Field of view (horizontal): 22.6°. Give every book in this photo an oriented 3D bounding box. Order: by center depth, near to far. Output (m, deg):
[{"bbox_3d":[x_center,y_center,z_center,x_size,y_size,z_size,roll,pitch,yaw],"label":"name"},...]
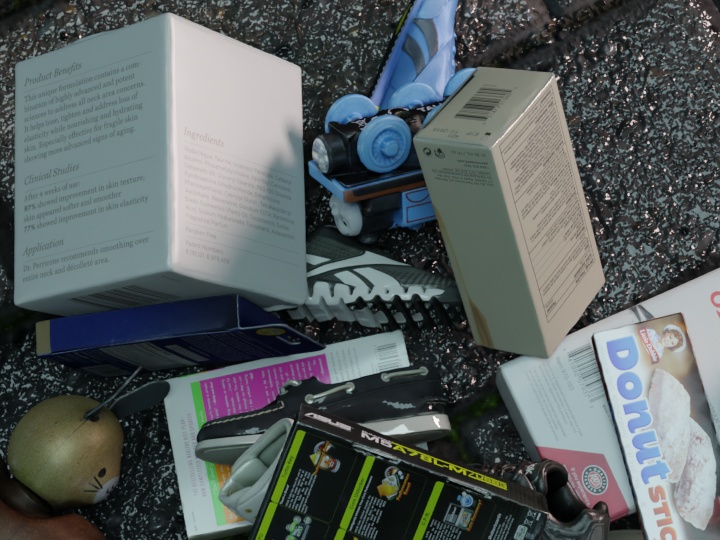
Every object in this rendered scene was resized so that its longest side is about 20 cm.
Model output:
[{"bbox_3d":[-0.050,0.132,1.444,0.200,0.048,0.134,-11,76,-1],"label":"book"}]

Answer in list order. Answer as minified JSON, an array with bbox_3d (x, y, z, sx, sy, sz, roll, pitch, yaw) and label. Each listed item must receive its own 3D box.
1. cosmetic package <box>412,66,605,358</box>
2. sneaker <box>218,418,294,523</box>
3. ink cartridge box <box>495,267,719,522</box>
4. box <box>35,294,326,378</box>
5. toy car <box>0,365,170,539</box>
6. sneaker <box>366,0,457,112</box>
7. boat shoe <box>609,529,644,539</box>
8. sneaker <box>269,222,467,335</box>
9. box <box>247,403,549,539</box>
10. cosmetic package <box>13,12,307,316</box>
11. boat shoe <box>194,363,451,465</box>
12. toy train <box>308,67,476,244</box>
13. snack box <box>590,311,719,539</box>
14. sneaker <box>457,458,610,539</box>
[{"bbox_3d":[0.116,-0.043,1.364,0.071,0.200,0.105,10,42,35],"label":"cosmetic package"},{"bbox_3d":[-0.064,0.192,1.364,0.115,0.074,0.200,19,117,-22],"label":"sneaker"},{"bbox_3d":[0.226,0.105,1.414,0.200,0.083,0.145,-23,78,-3],"label":"ink cartridge box"},{"bbox_3d":[-0.137,0.051,1.406,0.200,0.121,0.032,-7,76,15],"label":"box"},{"bbox_3d":[-0.217,0.160,1.380,0.158,0.164,0.200,39,85,10],"label":"toy car"},{"bbox_3d":[0.053,-0.161,1.498,0.078,0.066,0.200,22,80,-4],"label":"sneaker"},{"bbox_3d":[0.161,0.263,1.406,0.200,0.073,0.063,-21,120,-7],"label":"boat shoe"},{"bbox_3d":[0.000,0.000,1.448,0.200,0.066,0.091,1,65,17],"label":"sneaker"},{"bbox_3d":[0.011,0.221,1.289,0.193,0.048,0.200,20,104,-1],"label":"box"},{"bbox_3d":[-0.155,-0.069,1.402,0.167,0.166,0.200,-11,74,35],"label":"cosmetic package"},{"bbox_3d":[-0.031,0.110,1.393,0.200,0.074,0.060,-8,72,-4],"label":"boat shoe"},{"bbox_3d":[0.056,-0.087,1.423,0.200,0.087,0.114,-15,117,-23],"label":"toy train"},{"bbox_3d":[0.233,0.136,1.351,0.072,0.024,0.200,-14,80,1],"label":"snack box"},{"bbox_3d":[0.104,0.172,1.352,0.200,0.071,0.098,27,111,27],"label":"sneaker"}]
